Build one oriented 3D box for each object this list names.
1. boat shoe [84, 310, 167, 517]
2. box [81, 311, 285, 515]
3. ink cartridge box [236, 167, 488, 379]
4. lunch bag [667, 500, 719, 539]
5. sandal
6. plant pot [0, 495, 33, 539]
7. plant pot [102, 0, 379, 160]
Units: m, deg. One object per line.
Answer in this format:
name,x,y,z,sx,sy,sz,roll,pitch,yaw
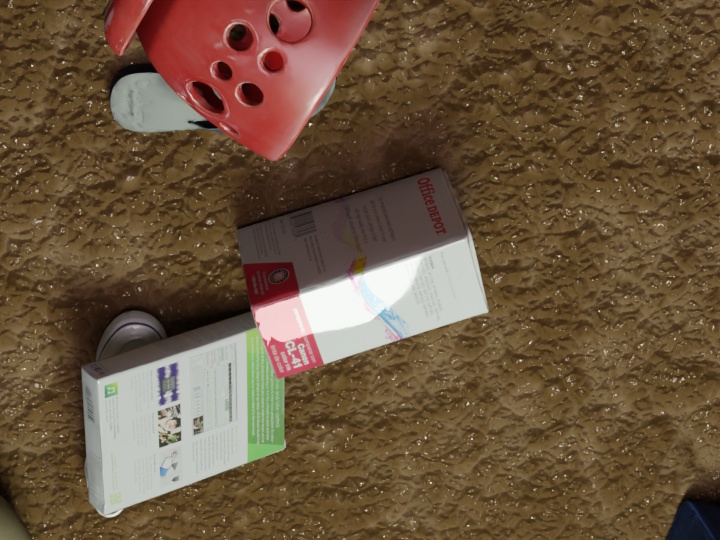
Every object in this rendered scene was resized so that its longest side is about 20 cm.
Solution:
boat shoe,-0.220,0.136,1.835,0.072,0.066,0.201,12,115,-14
box,-0.158,0.126,1.809,0.199,0.036,0.145,-16,122,-31
ink cartridge box,0.000,0.000,1.751,0.199,0.148,0.086,-16,119,1
lunch bag,0.376,0.330,1.991,0.132,0.136,0.201,13,114,-16
sandal,-0.116,-0.147,1.714,0.199,0.043,0.076,-10,119,-4
plant pot,-0.378,0.275,1.834,0.134,0.200,0.201,8,123,-53
plant pot,-0.091,-0.218,1.591,0.182,0.201,0.201,33,109,-7
